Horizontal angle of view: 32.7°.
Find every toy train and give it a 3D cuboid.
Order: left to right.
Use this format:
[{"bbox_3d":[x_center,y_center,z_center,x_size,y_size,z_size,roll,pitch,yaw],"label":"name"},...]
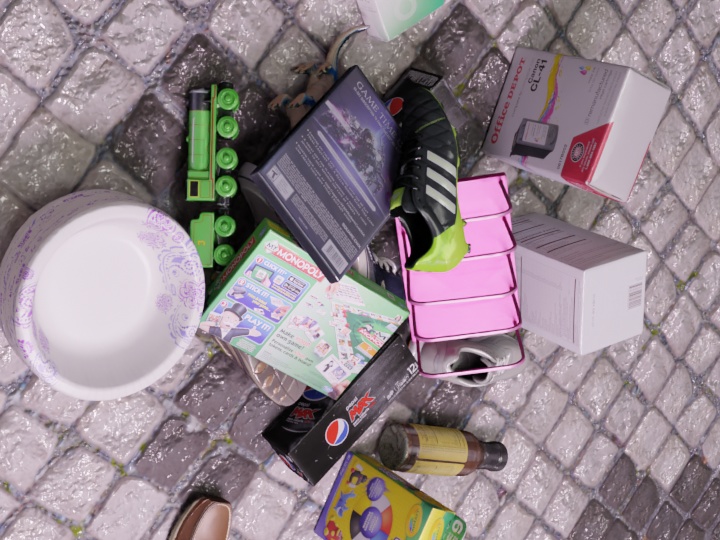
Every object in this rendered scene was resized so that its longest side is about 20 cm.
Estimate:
[{"bbox_3d":[-0.156,-0.098,1.283,0.056,0.042,0.202,1,90,-4],"label":"toy train"}]

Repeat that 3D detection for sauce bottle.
[{"bbox_3d":[0.113,0.240,1.615,0.199,0.065,0.065,14,97,-40],"label":"sauce bottle"}]

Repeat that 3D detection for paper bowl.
[{"bbox_3d":[-0.264,0.019,1.223,0.199,0.104,0.203,-14,114,-34],"label":"paper bowl"}]

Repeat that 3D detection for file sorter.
[{"bbox_3d":[0.119,0.008,1.441,0.137,0.126,0.202,-8,113,2],"label":"file sorter"}]

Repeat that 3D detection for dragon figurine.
[{"bbox_3d":[-0.038,-0.175,1.351,0.100,0.058,0.201,55,51,-36],"label":"dragon figurine"}]

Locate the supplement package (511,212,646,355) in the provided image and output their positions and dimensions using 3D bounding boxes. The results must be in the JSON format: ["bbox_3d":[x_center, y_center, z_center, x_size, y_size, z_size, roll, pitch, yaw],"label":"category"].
[{"bbox_3d":[0.249,0.011,1.551,0.109,0.199,0.115,-15,115,-32],"label":"supplement package"}]

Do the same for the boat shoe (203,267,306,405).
[{"bbox_3d":[-0.125,0.065,1.368,0.074,0.073,0.201,-42,120,-22],"label":"boat shoe"}]

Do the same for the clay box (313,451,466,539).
[{"bbox_3d":[0.035,0.313,1.491,0.047,0.199,0.116,23,91,-39],"label":"clay box"}]

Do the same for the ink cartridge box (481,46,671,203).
[{"bbox_3d":[0.257,-0.181,1.491,0.085,0.199,0.149,16,96,-39],"label":"ink cartridge box"}]

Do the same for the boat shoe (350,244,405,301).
[{"bbox_3d":[0.000,0.000,1.381,0.093,0.074,0.201,-44,140,-40],"label":"boat shoe"}]

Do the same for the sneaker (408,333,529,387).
[{"bbox_3d":[0.157,0.124,1.590,0.199,0.092,0.076,4,104,-38],"label":"sneaker"}]

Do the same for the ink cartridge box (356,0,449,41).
[{"bbox_3d":[0.048,-0.382,1.361,0.160,0.050,0.201,-37,126,-22],"label":"ink cartridge box"}]

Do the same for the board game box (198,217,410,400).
[{"bbox_3d":[-0.062,0.045,1.304,0.199,0.029,0.135,31,108,-31],"label":"board game box"}]

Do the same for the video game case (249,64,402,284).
[{"bbox_3d":[-0.017,-0.104,1.290,0.143,0.019,0.200,53,49,-19],"label":"video game case"}]

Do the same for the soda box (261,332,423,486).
[{"bbox_3d":[-0.021,0.158,1.484,0.200,0.063,0.071,-46,127,-17],"label":"soda box"}]

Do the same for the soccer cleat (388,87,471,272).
[{"bbox_3d":[0.066,-0.097,1.311,0.080,0.067,0.202,-7,86,-34],"label":"soccer cleat"}]

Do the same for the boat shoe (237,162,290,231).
[{"bbox_3d":[-0.081,-0.035,1.365,0.066,0.073,0.200,-52,128,-16],"label":"boat shoe"}]

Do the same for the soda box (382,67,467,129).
[{"bbox_3d":[0.029,-0.137,1.411,0.200,0.063,0.071,-47,127,-14],"label":"soda box"}]

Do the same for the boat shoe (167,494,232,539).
[{"bbox_3d":[-0.188,0.363,1.419,0.075,0.074,0.202,15,96,-40],"label":"boat shoe"}]
